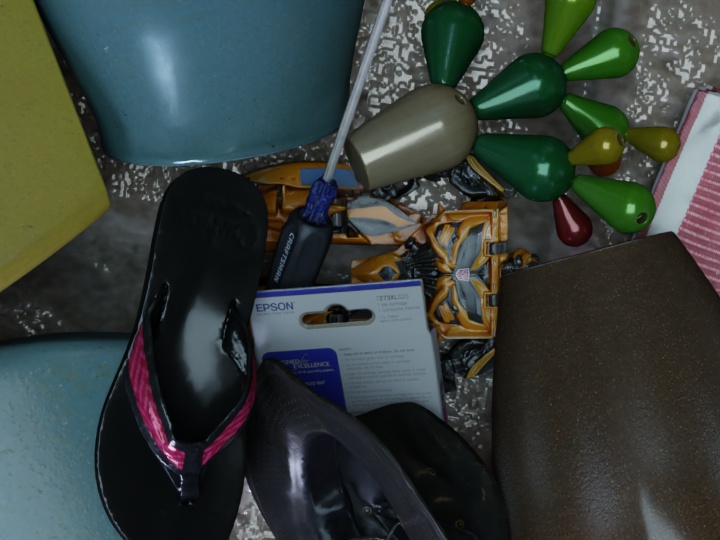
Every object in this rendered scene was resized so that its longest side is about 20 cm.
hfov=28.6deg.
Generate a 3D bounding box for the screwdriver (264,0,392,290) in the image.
[{"bbox_3d":[-0.011,-0.057,0.702,0.028,0.029,0.200,7,128,-21],"label":"screwdriver"}]

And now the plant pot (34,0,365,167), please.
[{"bbox_3d":[-0.080,-0.159,0.723,0.200,0.200,0.188,-6,109,6],"label":"plant pot"}]

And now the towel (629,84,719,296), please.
[{"bbox_3d":[0.252,-0.003,0.784,0.200,0.023,0.144,22,98,4],"label":"towel"}]

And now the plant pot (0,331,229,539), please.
[{"bbox_3d":[-0.183,0.125,0.757,0.200,0.196,0.196,-25,93,-8],"label":"plant pot"}]

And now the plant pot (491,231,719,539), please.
[{"bbox_3d":[0.141,0.088,0.731,0.187,0.187,0.200,-15,87,6],"label":"plant pot"}]

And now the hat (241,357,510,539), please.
[{"bbox_3d":[0.023,0.121,0.710,0.081,0.201,0.201,-27,93,-25],"label":"hat"}]

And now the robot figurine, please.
[{"bbox_3d":[0.000,0.000,0.787,0.200,0.058,0.145,-1,98,5],"label":"robot figurine"}]

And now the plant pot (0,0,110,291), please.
[{"bbox_3d":[-0.241,-0.064,0.721,0.176,0.200,0.200,-23,100,-17],"label":"plant pot"}]

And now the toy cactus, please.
[{"bbox_3d":[0.069,-0.089,0.747,0.165,0.102,0.200,-25,79,-11],"label":"toy cactus"}]

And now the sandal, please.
[{"bbox_3d":[-0.082,0.047,0.685,0.075,0.045,0.200,9,85,-21],"label":"sandal"}]

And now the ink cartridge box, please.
[{"bbox_3d":[0.000,0.088,0.771,0.095,0.037,0.200,-4,120,9],"label":"ink cartridge box"}]
